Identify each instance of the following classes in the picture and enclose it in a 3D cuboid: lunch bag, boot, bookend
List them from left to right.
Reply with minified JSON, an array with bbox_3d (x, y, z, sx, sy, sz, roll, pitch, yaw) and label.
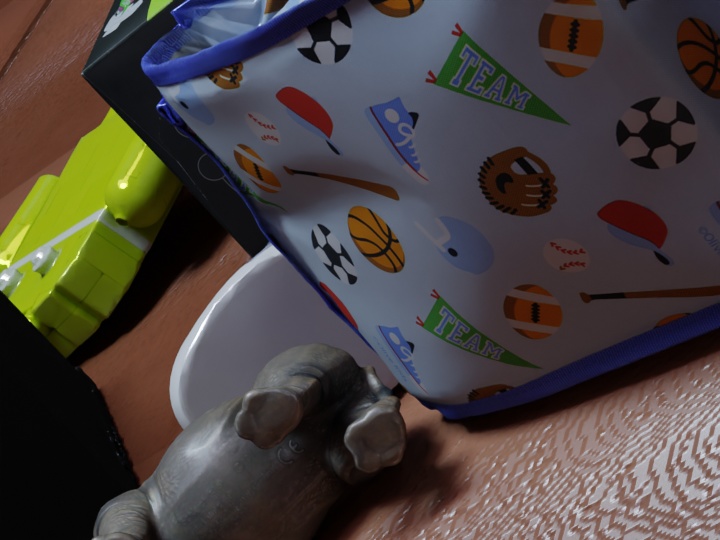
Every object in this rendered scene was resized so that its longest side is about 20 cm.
[{"bbox_3d":[-0.198,0.036,1.212,0.092,0.200,0.199,-42,18,1],"label":"bookend"},{"bbox_3d":[0.000,0.000,1.108,0.200,0.073,0.090,-40,9,-18],"label":"boot"},{"bbox_3d":[0.043,-0.052,0.950,0.200,0.170,0.124,-28,20,40],"label":"lunch bag"}]

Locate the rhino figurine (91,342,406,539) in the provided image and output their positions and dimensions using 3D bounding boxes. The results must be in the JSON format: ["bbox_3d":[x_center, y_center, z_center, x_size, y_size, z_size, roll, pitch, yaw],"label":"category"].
[{"bbox_3d":[-0.064,0.098,1.010,0.200,0.060,0.087,-41,4,10],"label":"rhino figurine"}]

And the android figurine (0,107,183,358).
[{"bbox_3d":[-0.133,-0.027,1.434,0.182,0.041,0.200,-24,33,59],"label":"android figurine"}]

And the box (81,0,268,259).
[{"bbox_3d":[-0.025,-0.127,1.346,0.148,0.124,0.200,-36,17,20],"label":"box"}]
